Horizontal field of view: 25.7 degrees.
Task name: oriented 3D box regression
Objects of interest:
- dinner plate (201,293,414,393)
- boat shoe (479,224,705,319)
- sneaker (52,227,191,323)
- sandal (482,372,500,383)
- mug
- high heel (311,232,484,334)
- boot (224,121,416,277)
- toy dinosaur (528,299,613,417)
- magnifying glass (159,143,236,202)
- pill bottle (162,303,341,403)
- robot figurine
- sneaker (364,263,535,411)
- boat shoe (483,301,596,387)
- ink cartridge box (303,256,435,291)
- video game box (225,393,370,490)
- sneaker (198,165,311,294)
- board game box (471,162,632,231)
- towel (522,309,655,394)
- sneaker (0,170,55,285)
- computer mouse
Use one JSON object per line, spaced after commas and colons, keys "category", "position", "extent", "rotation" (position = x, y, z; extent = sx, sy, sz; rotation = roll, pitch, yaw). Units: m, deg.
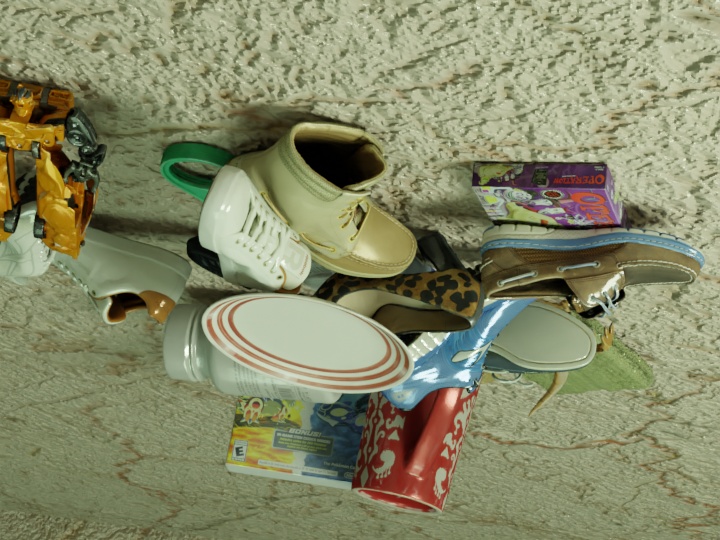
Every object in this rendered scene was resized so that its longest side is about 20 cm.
{"category": "dinner plate", "position": [-0.047, 0.062, 1.450], "extent": [0.200, 0.024, 0.200], "rotation": [9, 154, 5]}
{"category": "boat shoe", "position": [0.205, 0.006, 1.409], "extent": [0.200, 0.073, 0.072], "rotation": [2, 159, 17]}
{"category": "sneaker", "position": [-0.280, 0.004, 1.650], "extent": [0.200, 0.085, 0.073], "rotation": [14, 163, 24]}
{"category": "sandal", "position": [0.100, 0.158, 1.973], "extent": [0.078, 0.070, 0.212], "rotation": [19, 159, -25]}
{"category": "mug", "position": [0.059, 0.161, 1.782], "extent": [0.133, 0.200, 0.178], "rotation": [11, 164, 16]}
{"category": "high heel", "position": [0.019, 0.051, 1.486], "extent": [0.200, 0.143, 0.071], "rotation": [-34, 123, 3]}
{"category": "boot", "position": [-0.009, -0.062, 1.394], "extent": [0.200, 0.073, 0.155], "rotation": [28, 155, -21]}
{"category": "toy dinosaur", "position": [0.211, 0.076, 1.668], "extent": [0.106, 0.060, 0.200], "rotation": [9, 136, 36]}
{"category": "magnifying glass", "position": [-0.133, -0.071, 1.509], "extent": [0.079, 0.022, 0.200], "rotation": [4, 161, 15]}
{"category": "pill bottle", "position": [-0.119, 0.088, 1.809], "extent": [0.200, 0.115, 0.114], "rotation": [4, 160, 14]}
{"category": "robot figurine", "position": [-0.295, -0.094, 1.396], "extent": [0.145, 0.058, 0.200], "rotation": [11, 140, -2]}
{"category": "sneaker", "position": [0.099, 0.066, 1.546], "extent": [0.089, 0.200, 0.079], "rotation": [58, 176, -26]}
{"category": "boat shoe", "position": [0.142, 0.075, 1.602], "extent": [0.200, 0.075, 0.062], "rotation": [3, 150, 15]}
{"category": "ink cartridge box", "position": [0.000, 0.000, 1.618], "extent": [0.119, 0.042, 0.200], "rotation": [-5, 154, 33]}
{"category": "video game box", "position": [-0.048, 0.163, 1.885], "extent": [0.200, 0.183, 0.047], "rotation": [8, 160, 3]}
{"category": "sneaker", "position": [-0.083, -0.031, 1.357], "extent": [0.085, 0.073, 0.200], "rotation": [19, 166, 12]}
{"category": "board game box", "position": [0.182, -0.045, 1.429], "extent": [0.120, 0.032, 0.200], "rotation": [-2, 158, 19]}
{"category": "towel", "position": [0.232, 0.093, 1.777], "extent": [0.148, 0.037, 0.200], "rotation": [-7, 153, 36]}
{"category": "sneaker", "position": [-0.335, -0.039, 1.580], "extent": [0.081, 0.075, 0.200], "rotation": [36, 151, -15]}
{"category": "computer mouse", "position": [-0.092, 0.007, 1.619], "extent": [0.200, 0.034, 0.059], "rotation": [25, 163, 17]}
